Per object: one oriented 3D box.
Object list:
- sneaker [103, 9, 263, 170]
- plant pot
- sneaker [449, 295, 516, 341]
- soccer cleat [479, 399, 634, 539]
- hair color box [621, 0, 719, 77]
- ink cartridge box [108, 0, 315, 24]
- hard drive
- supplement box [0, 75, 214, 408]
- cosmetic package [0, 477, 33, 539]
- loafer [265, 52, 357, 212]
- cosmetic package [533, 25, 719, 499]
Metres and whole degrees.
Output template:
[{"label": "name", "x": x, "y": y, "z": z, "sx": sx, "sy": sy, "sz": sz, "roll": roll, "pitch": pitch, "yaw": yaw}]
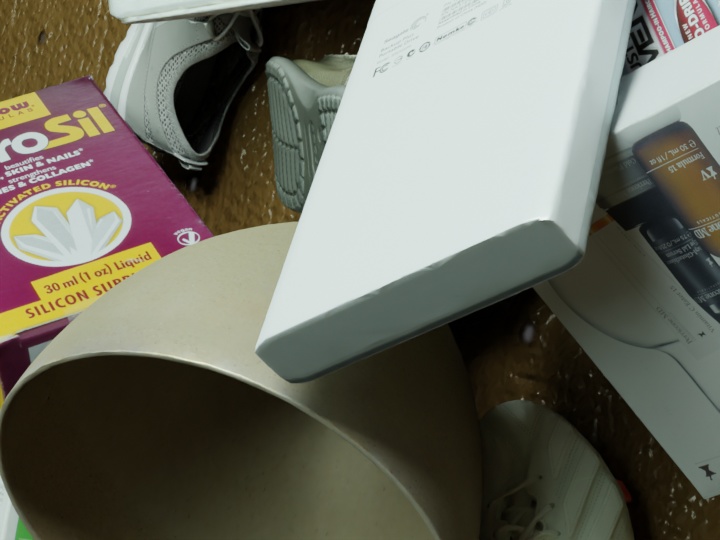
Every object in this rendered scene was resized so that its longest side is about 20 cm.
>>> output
[{"label": "sneaker", "x": -0.070, "y": -0.147, "z": 1.136, "sx": 0.082, "sy": 0.074, "sz": 0.201, "roll": 42, "pitch": 123, "yaw": 40}, {"label": "plant pot", "x": -0.032, "y": 0.059, "z": 0.880, "sx": 0.200, "sy": 0.200, "sz": 0.135, "roll": -28, "pitch": 25, "yaw": 44}, {"label": "sneaker", "x": 0.000, "y": 0.000, "z": 0.987, "sx": 0.200, "sy": 0.075, "sz": 0.088, "roll": -38, "pitch": 46, "yaw": 43}, {"label": "soccer cleat", "x": 0.076, "y": 0.132, "z": 0.846, "sx": 0.069, "sy": 0.077, "sz": 0.201, "roll": -45, "pitch": 47, "yaw": 34}, {"label": "hair color box", "x": 0.186, "y": -0.125, "z": 0.765, "sx": 0.200, "sy": 0.098, "sz": 0.061, "roll": -46, "pitch": 46, "yaw": 33}, {"label": "ink cartridge box", "x": -0.054, "y": -0.227, "z": 1.035, "sx": 0.145, "sy": 0.083, "sz": 0.202, "roll": -4, "pitch": 94, "yaw": 24}, {"label": "hard drive", "x": 0.038, "y": -0.058, "z": 0.774, "sx": 0.131, "sy": 0.027, "sz": 0.201, "roll": -25, "pitch": 32, "yaw": 35}, {"label": "supplement box", "x": -0.156, "y": 0.001, "z": 1.107, "sx": 0.200, "sy": 0.130, "sz": 0.104, "roll": 48, "pitch": 151, "yaw": 46}, {"label": "cosmetic package", "x": -0.175, "y": 0.201, "z": 1.123, "sx": 0.085, "sy": 0.107, "sz": 0.202, "roll": 3, "pitch": 83, "yaw": 51}, {"label": "loafer", "x": 0.003, "y": -0.063, "z": 1.003, "sx": 0.200, "sy": 0.069, "sz": 0.076, "roll": -144, "pitch": 48, "yaw": -70}, {"label": "cosmetic package", "x": 0.156, "y": -0.013, "z": 0.736, "sx": 0.199, "sy": 0.151, "sz": 0.052, "roll": -27, "pitch": 21, "yaw": 45}]
